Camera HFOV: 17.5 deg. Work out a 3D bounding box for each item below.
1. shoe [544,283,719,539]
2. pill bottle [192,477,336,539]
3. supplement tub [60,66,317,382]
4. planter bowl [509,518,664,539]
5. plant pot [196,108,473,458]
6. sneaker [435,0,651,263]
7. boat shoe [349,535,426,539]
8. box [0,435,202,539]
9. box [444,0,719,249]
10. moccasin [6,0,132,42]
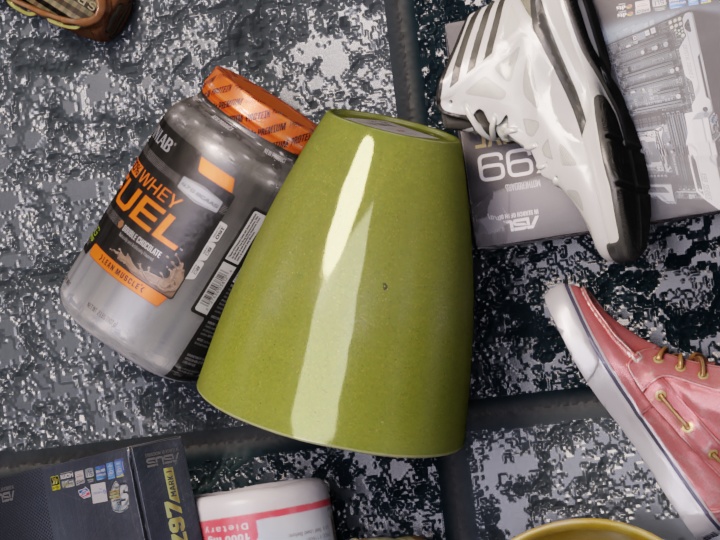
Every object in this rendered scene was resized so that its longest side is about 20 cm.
[{"bbox_3d":[0.213,0.077,1.582,0.091,0.071,0.201,-35,86,11],"label":"shoe"},{"bbox_3d":[-0.061,0.251,1.632,0.108,0.109,0.202,-10,87,15],"label":"pill bottle"},{"bbox_3d":[-0.113,-0.034,1.643,0.122,0.122,0.201,34,98,13],"label":"supplement tub"},{"bbox_3d":[0.156,0.272,1.578,0.198,0.083,0.202,-2,78,11],"label":"planter bowl"},{"bbox_3d":[0.000,0.000,1.565,0.186,0.187,0.202,15,101,15],"label":"plant pot"},{"bbox_3d":[0.119,-0.089,1.563,0.115,0.076,0.202,-20,77,23],"label":"sneaker"},{"bbox_3d":[0.025,0.281,1.602,0.073,0.062,0.202,-45,48,51],"label":"boat shoe"},{"bbox_3d":[-0.183,0.210,1.647,0.199,0.051,0.159,-16,85,49],"label":"box"},{"bbox_3d":[0.167,-0.106,1.604,0.198,0.050,0.159,-8,88,15],"label":"box"},{"bbox_3d":[-0.262,-0.230,1.708,0.201,0.078,0.074,37,99,13],"label":"moccasin"}]
